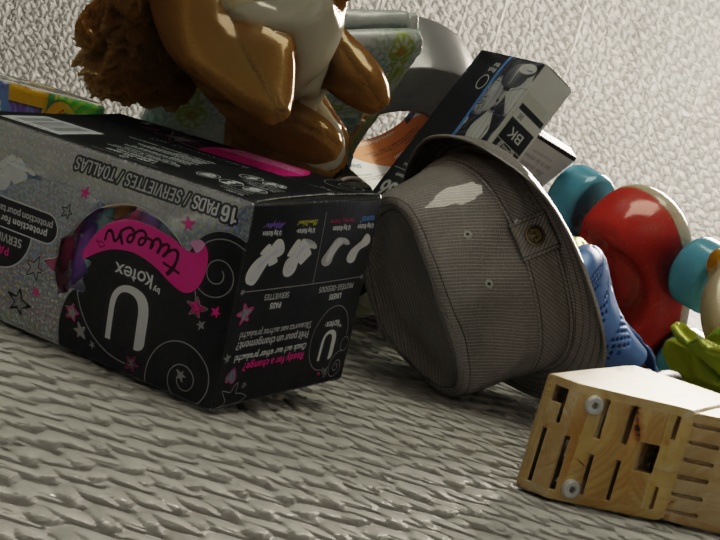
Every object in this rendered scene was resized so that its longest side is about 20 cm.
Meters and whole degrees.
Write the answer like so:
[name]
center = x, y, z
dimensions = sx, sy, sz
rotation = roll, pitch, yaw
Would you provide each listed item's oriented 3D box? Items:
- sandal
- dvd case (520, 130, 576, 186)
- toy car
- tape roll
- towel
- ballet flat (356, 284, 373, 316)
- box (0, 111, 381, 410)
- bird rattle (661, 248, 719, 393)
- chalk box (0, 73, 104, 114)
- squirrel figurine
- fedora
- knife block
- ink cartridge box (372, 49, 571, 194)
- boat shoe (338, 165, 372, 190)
[sandal]
center = 0.171, 0.045, 1.078
dimensions = 0.087, 0.080, 0.200
rotation = 34, -11, 28
[dvd case]
center = 0.077, -0.062, 1.306
dimensions = 0.143, 0.200, 0.018
rotation = 22, 35, -51
[toy car]
center = 0.184, 0.029, 1.279
dimensions = 0.200, 0.177, 0.184
rotation = -21, 40, -31
[tape roll]
center = 0.012, -0.121, 1.270
dimensions = 0.200, 0.200, 0.066
rotation = 12, 45, -36
[towel]
center = -0.066, -0.125, 1.104
dimensions = 0.200, 0.171, 0.048
rotation = -8, 57, -35
[ballet flat]
center = 0.000, 0.000, 1.132
dimensions = 0.068, 0.068, 0.200
rotation = 35, -14, -8
[box]
center = -0.112, -0.011, 0.834
dimensions = 0.200, 0.115, 0.132
rotation = 18, 14, 29
[bird rattle]
center = 0.335, 0.055, 1.164
dimensions = 0.200, 0.163, 0.113
rotation = 6, -30, 1
[chalk box]
center = -0.257, -0.074, 1.031
dimensions = 0.200, 0.124, 0.124
rotation = 14, 5, -26
[squirrel figurine]
center = -0.077, -0.133, 0.932
dimensions = 0.200, 0.142, 0.187
rotation = 27, -21, 12
[fedora]
center = 0.066, 0.012, 0.993
dimensions = 0.090, 0.200, 0.177
rotation = -25, 8, -30
[knife block]
center = 0.161, 0.092, 0.874
dimensions = 0.200, 0.064, 0.176
rotation = 14, 6, -18
[ink cartridge box]
center = 0.070, -0.079, 1.162
dimensions = 0.039, 0.200, 0.099
rotation = 39, -6, -30
[boat shoe]
center = -0.041, -0.042, 1.059
dimensions = 0.057, 0.067, 0.200
rotation = 37, 27, 3
